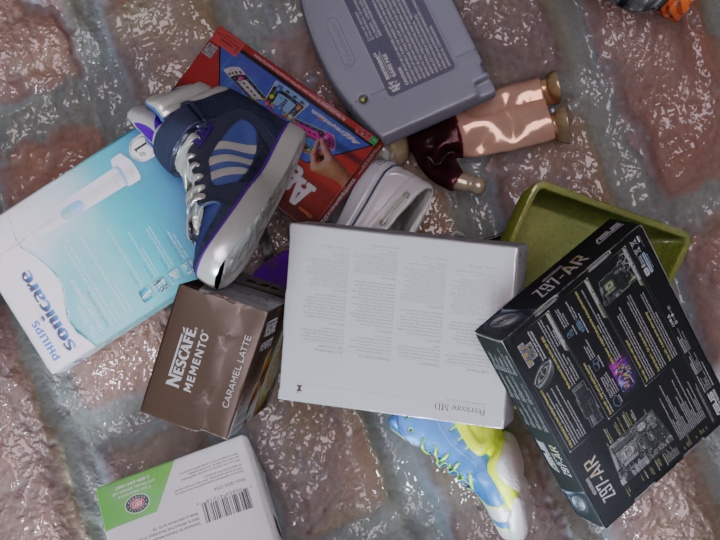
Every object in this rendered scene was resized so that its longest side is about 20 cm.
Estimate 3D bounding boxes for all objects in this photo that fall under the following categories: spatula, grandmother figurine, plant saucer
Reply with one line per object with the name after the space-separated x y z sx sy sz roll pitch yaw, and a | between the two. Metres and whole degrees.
-0.097 -0.045 1.590 0.056 0.021 0.201 -31 86 20 | spatula
0.089 -0.124 1.582 0.198 0.061 0.122 -11 63 2 | grandmother figurine
0.173 0.026 1.532 0.199 0.048 0.201 16 105 -36 | plant saucer

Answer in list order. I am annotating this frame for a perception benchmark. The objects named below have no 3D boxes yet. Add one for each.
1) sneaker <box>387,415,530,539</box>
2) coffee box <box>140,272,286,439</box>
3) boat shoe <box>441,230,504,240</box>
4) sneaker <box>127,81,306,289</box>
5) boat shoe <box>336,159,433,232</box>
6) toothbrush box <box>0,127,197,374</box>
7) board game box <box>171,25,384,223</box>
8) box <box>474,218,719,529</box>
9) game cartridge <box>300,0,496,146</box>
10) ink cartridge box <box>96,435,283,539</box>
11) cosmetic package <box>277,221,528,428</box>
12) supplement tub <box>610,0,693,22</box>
0.086 0.156 1.573 0.104 0.076 0.202 -17 82 11 | sneaker
-0.115 0.067 1.491 0.079 0.200 0.115 18 94 5 | coffee box
0.085 0.002 1.568 0.199 0.074 0.068 -33 104 8 | boat shoe
-0.143 -0.081 1.463 0.145 0.081 0.201 24 47 4 | sneaker
0.000 0.000 1.524 0.066 0.073 0.201 22 89 30 | boat shoe
-0.227 -0.021 1.556 0.199 0.085 0.147 -34 89 -2 | toothbrush box
-0.084 -0.127 1.557 0.200 0.019 0.103 37 89 23 | board game box
0.205 0.085 1.429 0.160 0.043 0.201 -39 113 -18 | box
0.023 -0.217 1.566 0.132 0.041 0.201 -22 73 -7 | game cartridge
-0.133 0.266 1.507 0.144 0.084 0.201 -19 55 -1 | ink cartridge box
0.035 0.043 1.454 0.198 0.052 0.152 7 95 16 | cosmetic package
0.223 -0.314 1.553 0.199 0.123 0.123 31 88 0 | supplement tub
